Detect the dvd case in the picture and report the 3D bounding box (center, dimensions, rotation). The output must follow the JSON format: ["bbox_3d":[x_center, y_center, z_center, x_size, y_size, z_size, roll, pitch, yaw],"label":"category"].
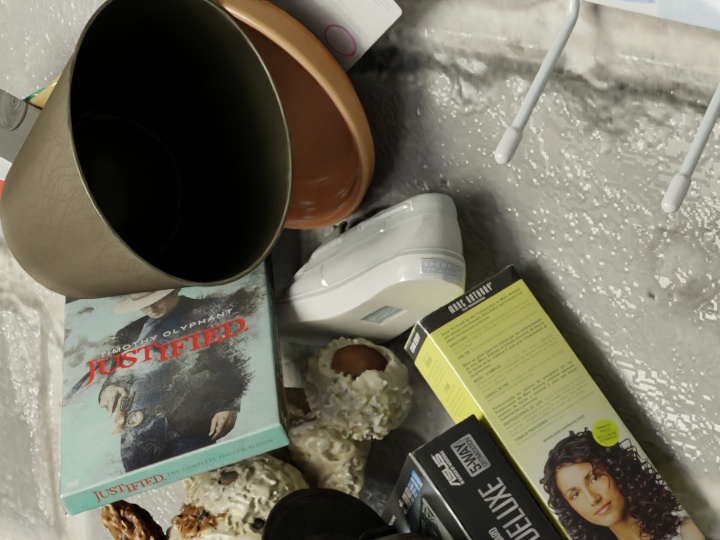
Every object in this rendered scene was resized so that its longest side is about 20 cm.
[{"bbox_3d":[-0.119,0.059,1.407,0.145,0.201,0.022,-18,125,8],"label":"dvd case"}]

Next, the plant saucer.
[{"bbox_3d":[-0.075,-0.109,1.409,0.199,0.038,0.201,24,147,17],"label":"plant saucer"}]

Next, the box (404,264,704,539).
[{"bbox_3d":[0.112,0.100,1.321,0.201,0.075,0.050,54,159,15],"label":"box"}]

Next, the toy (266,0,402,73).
[{"bbox_3d":[-0.047,-0.166,1.398,0.115,0.047,0.200,45,143,-3],"label":"toy"}]

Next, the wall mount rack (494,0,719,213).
[{"bbox_3d":[0.143,-0.135,1.205,0.199,0.074,0.175,20,119,40],"label":"wall mount rack"}]

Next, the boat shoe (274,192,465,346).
[{"bbox_3d":[0.000,0.000,1.409,0.200,0.071,0.069,148,130,-61],"label":"boat shoe"}]

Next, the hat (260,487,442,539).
[{"bbox_3d":[0.032,0.201,1.267,0.081,0.200,0.202,-28,85,27],"label":"hat"}]

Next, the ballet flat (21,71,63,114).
[{"bbox_3d":[-0.191,-0.113,1.554,0.200,0.068,0.063,-32,82,47],"label":"ballet flat"}]

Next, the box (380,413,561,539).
[{"bbox_3d":[0.077,0.192,1.358,0.158,0.050,0.200,56,161,14],"label":"box"}]

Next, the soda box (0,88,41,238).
[{"bbox_3d":[-0.200,-0.050,1.531,0.199,0.068,0.064,29,128,3],"label":"soda box"}]

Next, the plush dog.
[{"bbox_3d":[-0.063,0.147,1.425,0.198,0.172,0.161,2,131,24],"label":"plush dog"}]

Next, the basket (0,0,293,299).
[{"bbox_3d":[-0.142,-0.056,1.377,0.200,0.135,0.182,-30,74,63],"label":"basket"}]
